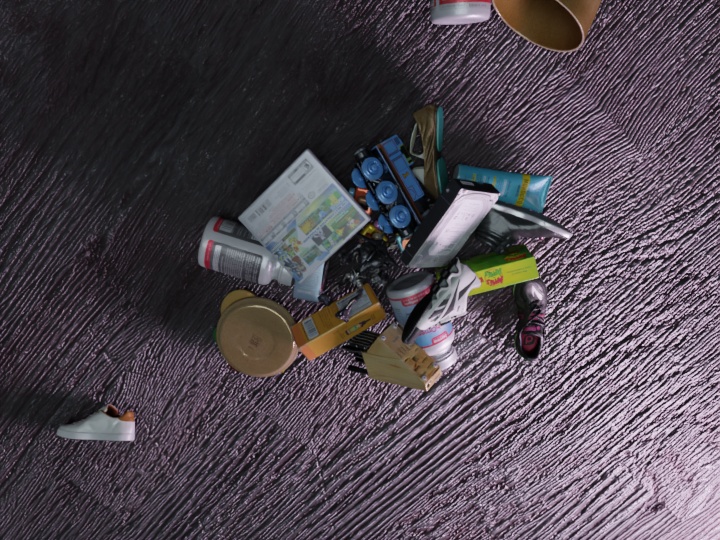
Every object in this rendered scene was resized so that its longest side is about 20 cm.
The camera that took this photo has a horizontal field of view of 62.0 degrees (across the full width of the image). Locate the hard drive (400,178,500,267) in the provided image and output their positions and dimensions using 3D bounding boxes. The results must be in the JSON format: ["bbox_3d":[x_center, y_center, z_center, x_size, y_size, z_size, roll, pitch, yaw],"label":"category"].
[{"bbox_3d":[0.177,-0.089,1.192,0.038,0.139,0.201,53,125,29],"label":"hard drive"}]

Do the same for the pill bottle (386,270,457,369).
[{"bbox_3d":[0.137,0.111,1.285,0.108,0.109,0.202,-21,105,9],"label":"pill bottle"}]

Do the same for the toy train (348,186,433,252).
[{"bbox_3d":[0.061,-0.102,1.253,0.198,0.056,0.152,14,107,-1],"label":"toy train"}]

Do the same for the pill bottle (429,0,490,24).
[{"bbox_3d":[0.180,-0.556,1.079,0.111,0.112,0.202,-1,107,4],"label":"pill bottle"}]

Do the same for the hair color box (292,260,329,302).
[{"bbox_3d":[-0.093,-0.047,1.255,0.060,0.099,0.202,10,107,2],"label":"hair color box"}]

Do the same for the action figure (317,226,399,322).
[{"bbox_3d":[0.000,0.000,1.222,0.119,0.102,0.201,38,94,-2],"label":"action figure"}]

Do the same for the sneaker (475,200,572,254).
[{"bbox_3d":[0.329,-0.075,1.242,0.198,0.071,0.100,18,108,4],"label":"sneaker"}]

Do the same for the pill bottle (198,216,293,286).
[{"bbox_3d":[-0.230,-0.035,1.261,0.198,0.111,0.112,17,107,-2],"label":"pill bottle"}]

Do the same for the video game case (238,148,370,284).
[{"bbox_3d":[-0.111,-0.103,1.177,0.200,0.022,0.182,-41,98,15],"label":"video game case"}]

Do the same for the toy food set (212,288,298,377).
[{"bbox_3d":[-0.234,0.150,1.350,0.198,0.049,0.200,17,107,-3],"label":"toy food set"}]

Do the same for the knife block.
[{"bbox_3d":[0.055,0.204,1.293,0.200,0.064,0.176,43,138,11],"label":"knife block"}]

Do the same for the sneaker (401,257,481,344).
[{"bbox_3d":[0.162,0.080,1.184,0.088,0.074,0.201,36,101,-12],"label":"sneaker"}]

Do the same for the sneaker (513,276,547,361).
[{"bbox_3d":[0.370,0.102,1.283,0.076,0.084,0.202,-6,107,4],"label":"sneaker"}]

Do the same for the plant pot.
[{"bbox_3d":[0.365,-0.529,1.057,0.186,0.186,0.201,33,92,-7],"label":"plant pot"}]

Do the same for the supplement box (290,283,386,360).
[{"bbox_3d":[-0.047,0.111,1.293,0.199,0.069,0.067,-28,143,1],"label":"supplement box"}]

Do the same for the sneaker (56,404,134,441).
[{"bbox_3d":[-0.630,0.365,1.439,0.198,0.073,0.086,-2,76,10],"label":"sneaker"}]

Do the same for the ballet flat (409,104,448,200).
[{"bbox_3d":[0.136,-0.230,1.211,0.072,0.068,0.202,0,108,24],"label":"ballet flat"}]

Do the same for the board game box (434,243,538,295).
[{"bbox_3d":[0.259,0.004,1.250,0.198,0.102,0.048,-15,107,8],"label":"board game box"}]

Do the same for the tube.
[{"bbox_3d":[0.289,-0.174,1.228,0.198,0.051,0.078,10,116,-5],"label":"tube"}]

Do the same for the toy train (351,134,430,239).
[{"bbox_3d":[0.067,-0.165,1.195,0.114,0.087,0.201,-33,95,-21],"label":"toy train"}]
